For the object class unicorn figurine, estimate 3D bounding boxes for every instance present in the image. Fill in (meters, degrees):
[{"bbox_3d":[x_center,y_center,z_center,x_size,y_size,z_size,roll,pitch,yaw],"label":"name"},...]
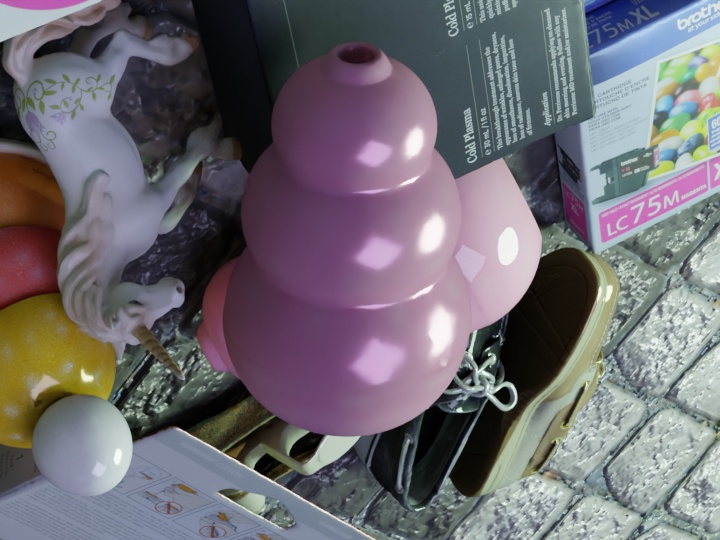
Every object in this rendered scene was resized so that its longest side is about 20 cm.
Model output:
[{"bbox_3d":[-0.120,-0.049,1.292,0.137,0.200,0.074,-37,-176,-41],"label":"unicorn figurine"}]

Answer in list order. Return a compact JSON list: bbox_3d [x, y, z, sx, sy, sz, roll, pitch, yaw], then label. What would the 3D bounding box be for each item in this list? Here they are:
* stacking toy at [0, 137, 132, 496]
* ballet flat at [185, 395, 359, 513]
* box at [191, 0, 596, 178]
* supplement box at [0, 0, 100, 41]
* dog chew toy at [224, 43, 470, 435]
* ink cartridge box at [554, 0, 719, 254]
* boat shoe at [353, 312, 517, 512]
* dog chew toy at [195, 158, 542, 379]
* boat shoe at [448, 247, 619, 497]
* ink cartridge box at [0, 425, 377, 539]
[{"bbox_3d":[-0.173,0.040,1.302,0.146,0.200,0.146,-19,135,-20],"label":"stacking toy"},{"bbox_3d":[-0.059,0.109,1.551,0.200,0.071,0.071,-34,139,-4],"label":"ballet flat"},{"bbox_3d":[0.013,-0.142,1.341,0.182,0.104,0.200,-26,138,-14],"label":"box"},{"bbox_3d":[-0.199,-0.184,1.079,0.103,0.200,0.101,-24,138,-16],"label":"supplement box"},{"bbox_3d":[-0.006,-0.018,1.270,0.124,0.125,0.200,-15,127,-24],"label":"dog chew toy"},{"bbox_3d":[0.173,-0.110,1.537,0.119,0.042,0.200,-27,136,-13],"label":"ink cartridge box"},{"bbox_3d":[0.057,0.062,1.587,0.074,0.068,0.199,6,123,-39],"label":"boat shoe"},{"bbox_3d":[0.000,0.000,1.457,0.200,0.125,0.125,-28,139,0],"label":"dog chew toy"},{"bbox_3d":[0.116,0.061,1.634,0.066,0.074,0.200,-5,140,-36],"label":"boat shoe"},{"bbox_3d":[-0.103,0.137,1.482,0.173,0.044,0.200,-25,139,33],"label":"ink cartridge box"}]
